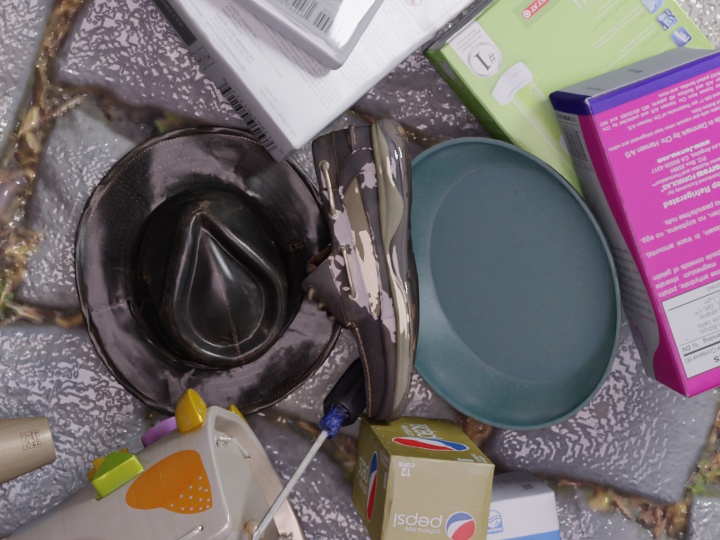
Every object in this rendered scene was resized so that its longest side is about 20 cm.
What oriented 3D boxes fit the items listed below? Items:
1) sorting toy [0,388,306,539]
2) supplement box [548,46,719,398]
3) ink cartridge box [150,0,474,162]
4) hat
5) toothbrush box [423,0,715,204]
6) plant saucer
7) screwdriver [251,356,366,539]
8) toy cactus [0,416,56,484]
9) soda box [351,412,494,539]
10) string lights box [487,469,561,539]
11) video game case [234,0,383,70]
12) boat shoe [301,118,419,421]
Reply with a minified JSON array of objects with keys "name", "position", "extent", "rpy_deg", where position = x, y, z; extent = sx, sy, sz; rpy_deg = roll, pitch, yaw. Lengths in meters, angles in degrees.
[{"name":"sorting toy","position":[-0.153,0.164,1.578],"extent":[0.179,0.200,0.107],"rpy_deg":[-23,76,7]},{"name":"supplement box","position":[0.207,-0.033,1.544],"extent":[0.103,0.101,0.201],"rpy_deg":[-20,99,-6]},{"name":"ink cartridge box","position":[-0.028,-0.196,1.632],"extent":[0.200,0.057,0.163],"rpy_deg":[-41,97,-23]},{"name":"hat","position":[-0.100,0.004,1.608],"extent":[0.200,0.081,0.202],"rpy_deg":[0,93,-5]},{"name":"toothbrush box","position":[0.162,-0.117,1.625],"extent":[0.146,0.086,0.200],"rpy_deg":[-41,96,-2]},{"name":"plant saucer","position":[0.098,0.006,1.603],"extent":[0.036,0.200,0.201],"rpy_deg":[-23,97,-46]},{"name":"screwdriver","position":[-0.027,0.115,1.579],"extent":[0.029,0.200,0.028],"rpy_deg":[-21,110,29]},{"name":"toy cactus","position":[-0.283,0.124,1.582],"extent":[0.164,0.102,0.201],"rpy_deg":[-14,67,-12]},{"name":"soda box","position":[0.037,0.138,1.570],"extent":[0.067,0.200,0.064],"rpy_deg":[6,93,-6]},{"name":"string lights box","position":[0.109,0.243,1.633],"extent":[0.059,0.103,0.201],"rpy_deg":[-9,94,-6]},{"name":"video game case","position":[-0.049,-0.261,1.597],"extent":[0.200,0.024,0.182],"rpy_deg":[35,73,-10]},{"name":"boat shoe","position":[0.000,0.000,1.598],"extent":[0.073,0.075,0.201],"rpy_deg":[-2,98,6]}]
